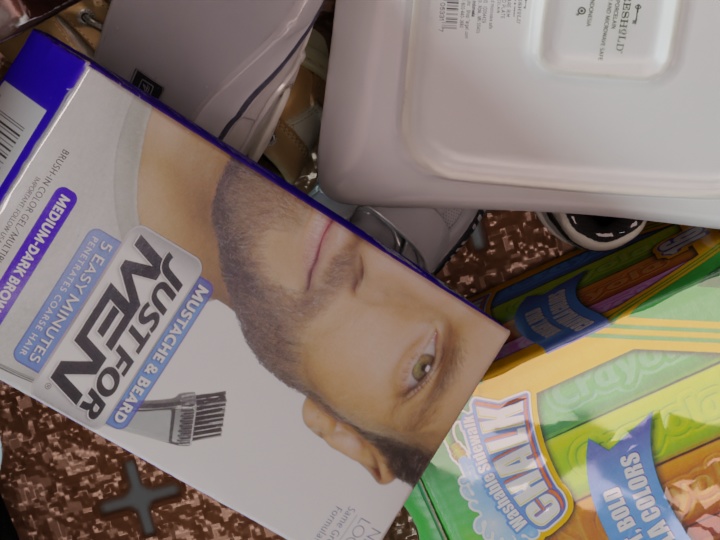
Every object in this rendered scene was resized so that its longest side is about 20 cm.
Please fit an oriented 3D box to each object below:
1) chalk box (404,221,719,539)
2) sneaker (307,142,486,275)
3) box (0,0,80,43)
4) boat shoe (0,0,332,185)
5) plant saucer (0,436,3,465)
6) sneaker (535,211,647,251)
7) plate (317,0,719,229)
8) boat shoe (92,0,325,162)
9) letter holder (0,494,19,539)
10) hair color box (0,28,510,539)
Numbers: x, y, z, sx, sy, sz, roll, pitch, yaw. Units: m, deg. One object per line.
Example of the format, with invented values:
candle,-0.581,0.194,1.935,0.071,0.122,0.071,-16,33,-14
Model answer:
chalk box,0.082,0.074,1.193,0.199,0.124,0.125,-26,103,3
sneaker,0.000,0.000,1.175,0.075,0.115,0.200,34,100,-11
box,-0.217,-0.129,1.052,0.199,0.164,0.167,-24,98,12
boat shoe,-0.106,-0.089,1.158,0.199,0.072,0.077,20,66,-7
plant saucer,-0.223,0.039,1.036,0.200,0.201,0.039,2,59,1
sneaker,0.106,-0.104,1.171,0.075,0.088,0.201,1,102,-2
plate,0.090,-0.100,1.088,0.199,0.032,0.201,4,120,-4
boat shoe,-0.055,-0.072,1.105,0.072,0.066,0.201,33,108,20
letter holder,-0.202,0.140,1.151,0.142,0.101,0.201,-28,63,3
hair color box,-0.057,0.014,1.054,0.200,0.065,0.110,31,92,-31
